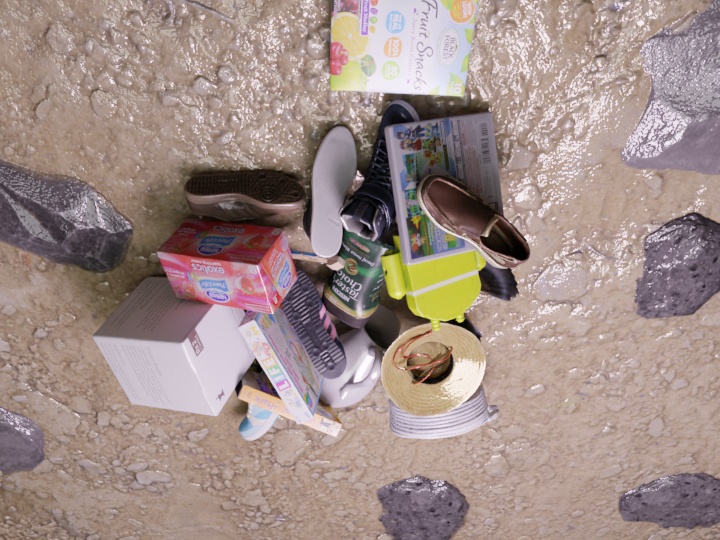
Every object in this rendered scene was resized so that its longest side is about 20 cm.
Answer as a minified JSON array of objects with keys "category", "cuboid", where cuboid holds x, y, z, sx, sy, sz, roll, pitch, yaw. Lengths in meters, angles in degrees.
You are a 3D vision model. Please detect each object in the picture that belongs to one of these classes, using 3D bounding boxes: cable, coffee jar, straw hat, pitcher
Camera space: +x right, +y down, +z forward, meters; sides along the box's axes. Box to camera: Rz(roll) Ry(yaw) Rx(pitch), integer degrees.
[{"category":"cable","cuboid":[0.150,0.266,1.323,0.197,0.198,0.071,-3,98,38]},{"category":"coffee jar","cuboid":[0.000,0.000,1.170,0.103,0.085,0.202,31,128,15]},{"category":"straw hat","cuboid":[0.119,0.154,1.214,0.197,0.085,0.205,-6,117,-11]},{"category":"pitcher","cuboid":[-0.011,0.182,1.267,0.120,0.173,0.201,32,121,-13]}]

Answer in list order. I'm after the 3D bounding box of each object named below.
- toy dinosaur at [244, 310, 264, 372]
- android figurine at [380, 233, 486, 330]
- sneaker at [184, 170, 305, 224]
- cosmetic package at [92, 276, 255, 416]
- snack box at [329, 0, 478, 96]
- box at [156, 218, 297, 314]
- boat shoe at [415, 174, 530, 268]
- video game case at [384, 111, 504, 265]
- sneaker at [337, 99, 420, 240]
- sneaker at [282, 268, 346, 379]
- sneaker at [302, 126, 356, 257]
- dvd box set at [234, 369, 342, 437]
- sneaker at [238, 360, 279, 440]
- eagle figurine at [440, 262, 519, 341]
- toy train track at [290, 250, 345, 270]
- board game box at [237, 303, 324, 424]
[{"category":"toy dinosaur","cuboid":[-0.165,0.096,1.275,0.199,0.078,0.102,-40,130,20]},{"category":"android figurine","cuboid":[0.120,-0.009,1.056,0.179,0.041,0.204,-19,102,-21]},{"category":"sneaker","cuboid":[-0.185,-0.115,1.113,0.195,0.072,0.076,5,145,2]},{"category":"cosmetic package","cuboid":[-0.314,0.127,1.184,0.196,0.166,0.167,2,128,25]},{"category":"snack box","cuboid":[0.055,-0.324,0.948,0.195,0.053,0.144,2,129,-2]},{"category":"box","cuboid":[-0.214,-0.009,1.102,0.196,0.095,0.104,8,132,24]},{"category":"boat shoe","cuboid":[0.172,-0.074,0.989,0.200,0.075,0.076,32,82,-22]},{"category":"video game case","cuboid":[0.131,-0.125,1.021,0.179,0.022,0.204,-12,99,-22]},{"category":"sneaker","cuboid":[0.031,-0.141,1.027,0.076,0.146,0.205,22,130,19]},{"category":"sneaker","cuboid":[-0.084,0.094,1.194,0.069,0.082,0.203,-23,86,2]},{"category":"sneaker","cuboid":[-0.056,-0.128,1.094,0.069,0.099,0.205,6,97,-17]},{"category":"dvd box set","cuboid":[-0.140,0.239,1.258,0.197,0.146,0.030,26,90,-17]},{"category":"sneaker","cuboid":[-0.218,0.255,1.384,0.130,0.080,0.200,32,112,-26]},{"category":"eagle figurine","cuboid":[0.159,0.027,1.175,0.150,0.154,0.199,-15,148,40]},{"category":"toy train track","cuboid":[-0.117,-0.016,1.142,0.196,0.033,0.115,7,163,29]},{"category":"board game box","cuboid":[-0.130,0.142,1.169,0.034,0.135,0.202,-23,109,15]}]
